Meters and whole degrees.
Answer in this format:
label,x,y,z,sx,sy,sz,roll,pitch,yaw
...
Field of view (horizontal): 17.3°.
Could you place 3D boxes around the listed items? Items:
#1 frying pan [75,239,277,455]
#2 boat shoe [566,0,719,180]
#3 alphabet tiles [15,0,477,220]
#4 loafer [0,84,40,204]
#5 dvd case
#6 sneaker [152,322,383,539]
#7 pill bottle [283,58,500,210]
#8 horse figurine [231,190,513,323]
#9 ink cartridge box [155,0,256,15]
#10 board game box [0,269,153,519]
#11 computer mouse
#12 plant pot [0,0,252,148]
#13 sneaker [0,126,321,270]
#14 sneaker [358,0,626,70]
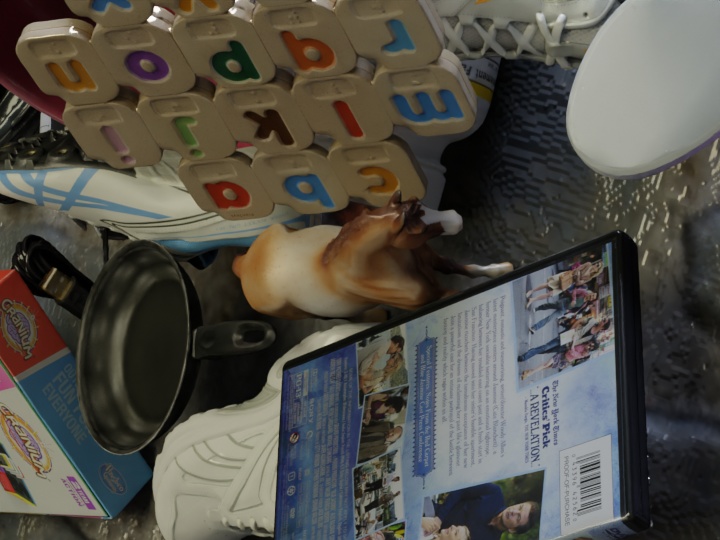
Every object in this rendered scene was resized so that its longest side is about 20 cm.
label,x,y,z,sx,sy,sz,roll,pitch,yaw
frying pan,-0.095,0.025,1.238,0.190,0.031,0.116,-36,55,43
boat shoe,0.171,-0.121,1.031,0.075,0.086,0.202,40,99,18
alphabet tiles,-0.052,-0.089,1.071,0.199,0.196,0.015,-5,53,22
loafer,-0.202,-0.129,1.470,0.201,0.070,0.068,-57,44,21
dvd case,0.041,0.075,1.056,0.199,0.018,0.144,-23,50,33
sneaker,-0.040,0.110,1.202,0.200,0.078,0.100,-42,52,41
pill bottle,0.020,-0.133,1.180,0.112,0.112,0.201,13,89,50
horse figurine,0.000,0.000,1.149,0.199,0.132,0.050,-1,80,49
ink cartridge box,-0.051,-0.208,1.105,0.199,0.084,0.145,-30,57,12
board game box,-0.229,0.075,1.391,0.199,0.154,0.040,-3,35,48
computer mouse,-0.158,-0.052,1.386,0.044,0.109,0.201,-25,52,35
plant pot,-0.100,-0.182,1.289,0.199,0.200,0.180,-11,56,47
sneaker,-0.117,-0.037,1.289,0.199,0.072,0.073,8,114,19
sneaker,0.077,-0.123,1.077,0.199,0.076,0.092,-24,61,-6
